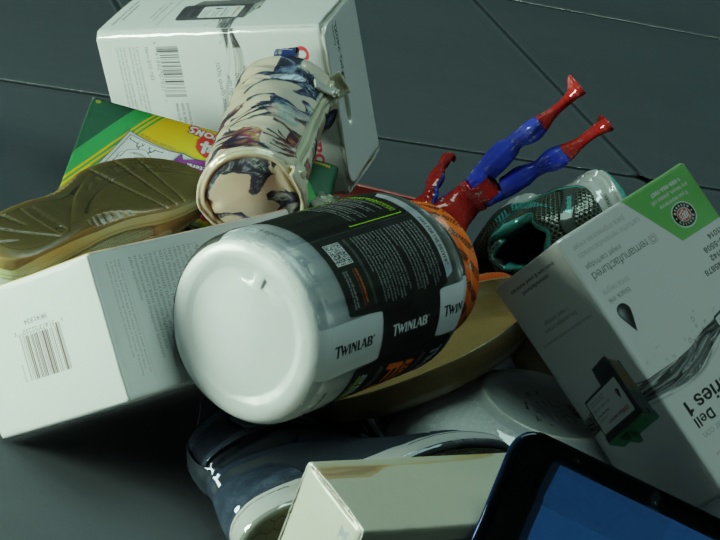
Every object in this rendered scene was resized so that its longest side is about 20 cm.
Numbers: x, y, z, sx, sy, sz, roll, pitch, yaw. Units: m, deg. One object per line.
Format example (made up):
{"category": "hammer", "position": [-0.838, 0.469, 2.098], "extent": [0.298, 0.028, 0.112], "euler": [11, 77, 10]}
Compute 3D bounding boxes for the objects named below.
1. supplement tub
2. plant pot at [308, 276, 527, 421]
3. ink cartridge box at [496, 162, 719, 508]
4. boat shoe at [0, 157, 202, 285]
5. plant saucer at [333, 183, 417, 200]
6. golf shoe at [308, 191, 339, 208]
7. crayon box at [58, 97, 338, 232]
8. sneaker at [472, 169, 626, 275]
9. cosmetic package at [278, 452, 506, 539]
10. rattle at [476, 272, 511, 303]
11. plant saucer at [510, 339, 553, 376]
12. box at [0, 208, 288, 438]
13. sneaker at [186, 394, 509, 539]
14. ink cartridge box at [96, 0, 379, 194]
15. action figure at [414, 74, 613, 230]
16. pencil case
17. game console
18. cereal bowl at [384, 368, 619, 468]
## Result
{"category": "supplement tub", "position": [-0.016, 0.018, 1.458], "extent": [0.122, 0.123, 0.200], "euler": [31, 27, 27]}
{"category": "plant pot", "position": [0.042, 0.059, 1.610], "extent": [0.199, 0.028, 0.200], "euler": [-22, 11, 5]}
{"category": "ink cartridge box", "position": [0.211, 0.051, 1.540], "extent": [0.146, 0.084, 0.200], "euler": [-31, 84, -37]}
{"category": "boat shoe", "position": [-0.187, -0.024, 1.607], "extent": [0.073, 0.063, 0.200], "euler": [32, 39, 28]}
{"category": "plant saucer", "position": [-0.013, -0.020, 1.859], "extent": [0.199, 0.037, 0.200], "euler": [13, 25, -13]}
{"category": "golf shoe", "position": [0.000, 0.000, 1.699], "extent": [0.078, 0.098, 0.200], "euler": [13, 0, 20]}
{"category": "crayon box", "position": [-0.128, -0.032, 1.707], "extent": [0.199, 0.058, 0.173], "euler": [15, 42, -4]}
{"category": "sneaker", "position": [0.129, -0.022, 1.822], "extent": [0.091, 0.200, 0.078], "euler": [-25, 84, -32]}
{"category": "cosmetic package", "position": [0.050, 0.172, 1.392], "extent": [0.199, 0.106, 0.071], "euler": [2, 31, -36]}
{"category": "rattle", "position": [0.184, 0.005, 1.750], "extent": [0.200, 0.143, 0.130], "euler": [34, 8, -29]}
{"category": "plant saucer", "position": [0.189, 0.090, 1.683], "extent": [0.199, 0.036, 0.200], "euler": [24, -6, 3]}
{"category": "box", "position": [-0.139, 0.033, 1.501], "extent": [0.124, 0.098, 0.200], "euler": [-18, -2, 38]}
{"category": "sneaker", "position": [-0.014, 0.114, 1.475], "extent": [0.201, 0.077, 0.146], "euler": [-10, 33, -24]}
{"category": "ink cartridge box", "position": [-0.095, -0.143, 1.833], "extent": [0.199, 0.146, 0.083], "euler": [1, 28, 22]}
{"category": "action figure", "position": [0.103, -0.077, 1.826], "extent": [0.065, 0.200, 0.099], "euler": [50, 5, -14]}
{"category": "pencil case", "position": [-0.064, -0.092, 1.658], "extent": [0.078, 0.089, 0.200], "euler": [54, 21, -19]}
{"category": "game console", "position": [0.156, 0.214, 1.313], "extent": [0.199, 0.119, 0.171], "euler": [26, 22, -16]}
{"category": "cereal bowl", "position": [0.114, 0.126, 1.571], "extent": [0.199, 0.084, 0.200], "euler": [15, 23, -6]}
